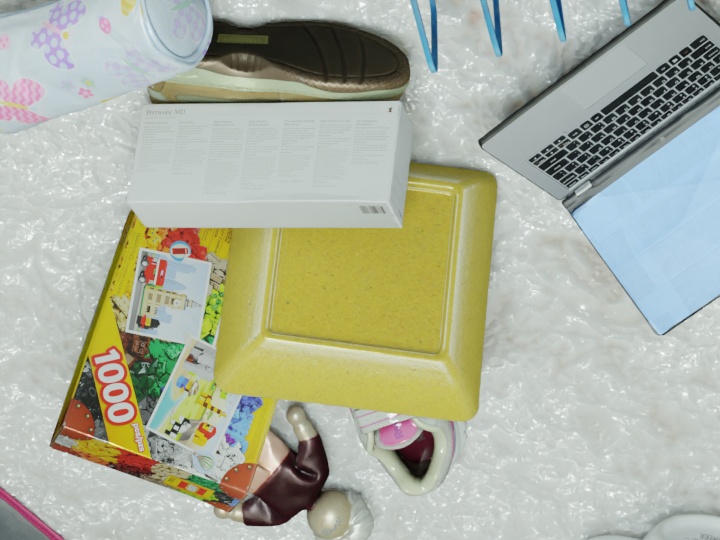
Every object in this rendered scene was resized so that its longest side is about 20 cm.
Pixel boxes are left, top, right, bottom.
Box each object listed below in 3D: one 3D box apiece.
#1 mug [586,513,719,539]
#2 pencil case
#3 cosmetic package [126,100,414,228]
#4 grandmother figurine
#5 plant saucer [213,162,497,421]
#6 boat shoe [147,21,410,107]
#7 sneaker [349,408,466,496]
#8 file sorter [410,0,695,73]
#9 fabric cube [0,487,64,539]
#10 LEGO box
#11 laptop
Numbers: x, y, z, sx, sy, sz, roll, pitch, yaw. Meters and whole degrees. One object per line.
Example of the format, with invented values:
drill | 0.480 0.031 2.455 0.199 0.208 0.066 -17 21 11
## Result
mug | 0.250 0.290 1.900 0.199 0.147 0.177 18 114 27
pencil case | -0.202 -0.162 1.658 0.199 0.083 0.091 -17 124 34
cosmetic package | -0.065 -0.076 1.683 0.198 0.083 0.051 1 158 16
grandmother figurine | -0.075 0.165 1.880 0.199 0.061 0.121 35 123 -13
plant saucer | 0.000 0.000 1.714 0.198 0.201 0.048 7 161 -3
boat shoe | -0.062 -0.139 1.715 0.198 0.072 0.076 7 133 6
sneaker | 0.027 0.094 1.818 0.081 0.088 0.201 -24 115 14
file sorter | 0.126 -0.234 1.611 0.199 0.139 0.123 -13 121 9
fabric cube | -0.316 0.338 1.904 0.199 0.197 0.200 -38 112 22
LEGO box | -0.131 0.060 1.745 0.148 0.201 0.077 20 159 -9
laptop | 0.227 -0.074 1.699 0.187 0.116 0.200 -37 145 19
